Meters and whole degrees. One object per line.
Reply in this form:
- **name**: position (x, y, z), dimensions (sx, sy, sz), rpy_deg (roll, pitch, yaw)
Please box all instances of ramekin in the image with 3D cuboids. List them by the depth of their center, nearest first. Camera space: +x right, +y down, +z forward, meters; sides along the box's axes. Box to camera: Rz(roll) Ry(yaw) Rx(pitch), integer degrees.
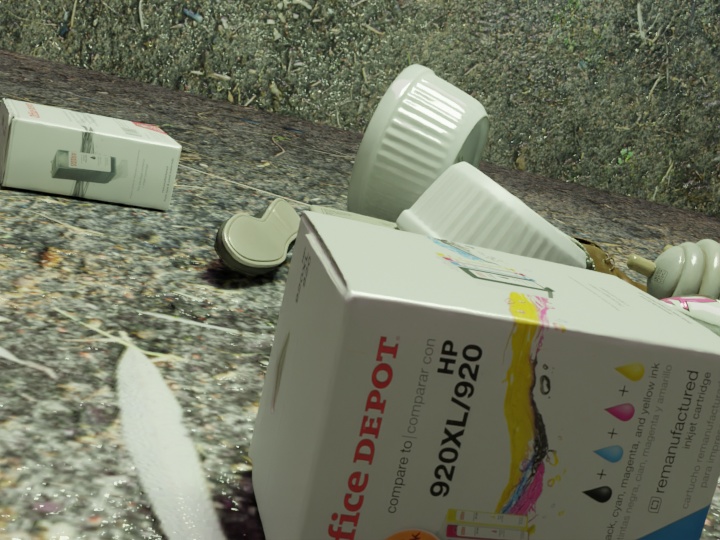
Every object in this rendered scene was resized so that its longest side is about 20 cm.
- **ramekin**: position (0.139, -0.026, 0.948), dimensions (0.201, 0.095, 0.203), rpy_deg (36, 8, -6)
- **ramekin**: position (0.075, -0.130, 1.115), dimensions (0.104, 0.204, 0.200), rpy_deg (25, 15, 14)

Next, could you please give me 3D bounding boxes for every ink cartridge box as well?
- **ink cartridge box**: position (0.056, 0.073, 0.471), dimensions (0.196, 0.150, 0.145), rpy_deg (10, 13, -15)
- **ink cartridge box**: position (-0.333, -0.141, 1.131), dimensions (0.196, 0.087, 0.145), rpy_deg (9, 13, -27)

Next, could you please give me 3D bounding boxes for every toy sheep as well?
- **toy sheep**: position (0.398, 0.026, 1.083), dimensions (0.196, 0.141, 0.138), rpy_deg (17, 12, -1)

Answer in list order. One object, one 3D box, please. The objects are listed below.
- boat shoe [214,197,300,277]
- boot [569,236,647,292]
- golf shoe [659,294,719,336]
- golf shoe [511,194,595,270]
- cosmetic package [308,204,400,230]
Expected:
- **boat shoe**: position (-0.110, -0.025, 0.963), dimensions (0.067, 0.057, 0.200), rpy_deg (49, 18, -2)
- **boot**: position (0.314, 0.008, 1.198), dimensions (0.196, 0.077, 0.074), rpy_deg (13, 11, -10)
- **golf shoe**: position (0.304, 0.063, 0.971), dimensions (0.196, 0.074, 0.092), rpy_deg (7, 16, 21)
- **golf shoe**: position (0.206, -0.037, 1.117), dimensions (0.199, 0.078, 0.098), rpy_deg (40, 14, -30)
- **cosmetic package**: position (0.000, 0.000, 0.899), dimensions (0.101, 0.075, 0.200), rpy_deg (11, 13, -10)
